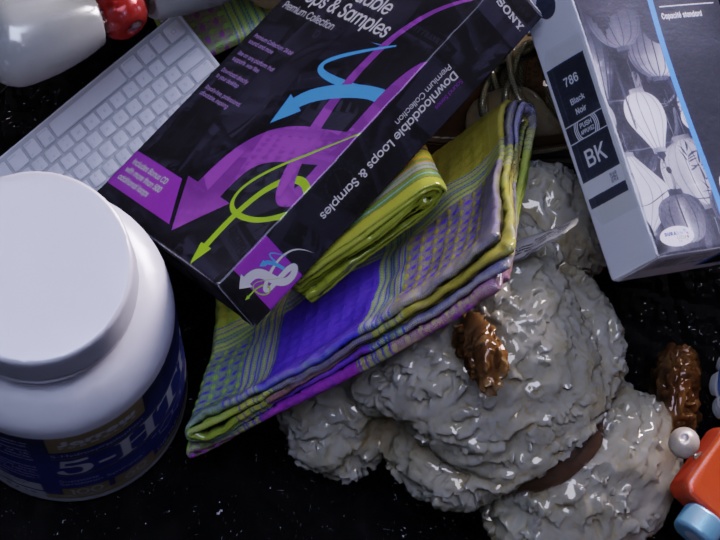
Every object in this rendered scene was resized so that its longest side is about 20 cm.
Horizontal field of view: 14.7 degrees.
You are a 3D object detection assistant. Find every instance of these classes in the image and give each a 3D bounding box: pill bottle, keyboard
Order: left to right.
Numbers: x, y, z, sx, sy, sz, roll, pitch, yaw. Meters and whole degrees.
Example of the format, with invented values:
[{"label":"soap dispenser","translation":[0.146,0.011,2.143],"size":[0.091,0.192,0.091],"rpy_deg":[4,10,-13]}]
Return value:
[{"label":"pill bottle","translation":[-0.144,0.029,1.316],"size":[0.119,0.200,0.120],"rpy_deg":[0,72,0]},{"label":"keyboard","translation":[-0.154,-0.048,1.417],"size":[0.200,0.011,0.056],"rpy_deg":[-39,77,2]}]

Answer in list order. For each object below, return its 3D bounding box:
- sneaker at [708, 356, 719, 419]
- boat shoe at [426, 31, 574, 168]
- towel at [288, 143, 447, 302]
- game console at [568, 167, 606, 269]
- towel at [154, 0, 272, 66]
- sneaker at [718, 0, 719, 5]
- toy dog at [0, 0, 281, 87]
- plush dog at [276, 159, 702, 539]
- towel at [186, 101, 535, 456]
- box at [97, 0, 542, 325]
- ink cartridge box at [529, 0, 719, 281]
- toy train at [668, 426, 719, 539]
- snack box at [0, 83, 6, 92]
[{"label":"sneaker","translation":[0.249,0.105,1.353],"size":[0.078,0.089,0.200],"rpy_deg":[-41,79,-12]},{"label":"boat shoe","translation":[0.088,-0.089,1.394],"size":[0.199,0.074,0.076],"rpy_deg":[1,69,-1]},{"label":"towel","translation":[-0.015,-0.066,1.355],"size":[0.086,0.018,0.200],"rpy_deg":[-34,34,10]},{"label":"game console","translation":[0.052,-0.091,1.445],"size":[0.199,0.031,0.178],"rpy_deg":[10,73,2]},{"label":"towel","translation":[-0.073,-0.210,1.476],"size":[0.143,0.023,0.201],"rpy_deg":[-25,67,-8]},{"label":"sneaker","translation":[0.183,-0.129,1.380],"size":[0.199,0.075,0.107],"rpy_deg":[-9,76,38]},{"label":"toy dog","translation":[-0.102,-0.168,1.373],"size":[0.199,0.132,0.097],"rpy_deg":[-15,61,-39]},{"label":"plush dog","translation":[0.086,0.072,1.338],"size":[0.200,0.160,0.172],"rpy_deg":[-43,113,-4]},{"label":"towel","translation":[0.000,0.000,1.327],"size":[0.199,0.023,0.144],"rpy_deg":[-30,27,27]},{"label":"box","translation":[-0.023,-0.077,1.328],"size":[0.200,0.036,0.143],"rpy_deg":[-46,34,-9]},{"label":"ink cartridge box","translation":[0.132,-0.098,1.321],"size":[0.099,0.039,0.201],"rpy_deg":[-10,76,-39]},{"label":"toy train","translation":[0.164,0.176,1.331],"size":[0.150,0.056,0.201],"rpy_deg":[37,72,-14]},{"label":"snack box","translation":[-0.201,-0.136,1.368],"size":[0.037,0.200,0.116],"rpy_deg":[41,77,14]}]
